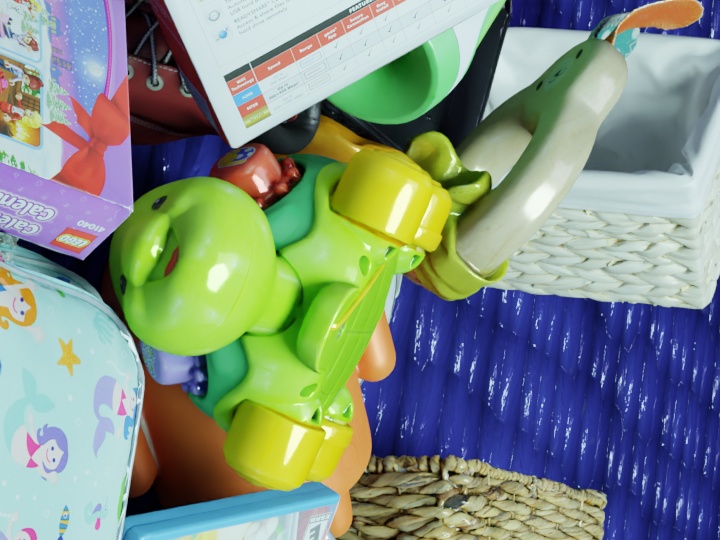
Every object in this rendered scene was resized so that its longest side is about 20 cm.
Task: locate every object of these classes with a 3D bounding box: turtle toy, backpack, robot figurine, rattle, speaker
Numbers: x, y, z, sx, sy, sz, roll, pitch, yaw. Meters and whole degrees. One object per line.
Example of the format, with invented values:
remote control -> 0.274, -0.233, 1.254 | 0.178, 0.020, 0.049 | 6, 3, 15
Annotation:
turtle toy -> -0.039, 0.007, 0.809 | 0.147, 0.100, 0.200 | -65, 170, 1
backpack -> -0.168, 0.067, 0.737 | 0.200, 0.149, 0.180 | 27, 70, -66
robot figurine -> -0.059, 0.045, 0.964 | 0.117, 0.142, 0.202 | -82, 161, -63
rattle -> 0.060, -0.097, 0.981 | 0.201, 0.142, 0.130 | -52, 180, -3
speaker -> 0.041, -0.159, 0.944 | 0.201, 0.088, 0.089 | -59, 140, -40

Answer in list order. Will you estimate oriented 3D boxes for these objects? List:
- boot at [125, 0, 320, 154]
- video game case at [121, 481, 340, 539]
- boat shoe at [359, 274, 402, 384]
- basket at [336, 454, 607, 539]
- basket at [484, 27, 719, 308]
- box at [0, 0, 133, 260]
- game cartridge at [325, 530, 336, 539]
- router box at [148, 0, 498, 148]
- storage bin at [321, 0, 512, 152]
boot -> -0.101, -0.106, 0.844 | 0.200, 0.143, 0.073 | 34, 69, -56
video game case -> -0.085, 0.191, 0.853 | 0.143, 0.018, 0.202 | -3, 117, -57
boat shoe -> 0.000, 0.000, 1.119 | 0.062, 0.071, 0.202 | 51, 45, -47
basket -> 0.042, 0.191, 1.128 | 0.199, 0.141, 0.151 | 20, 69, -56
basket -> 0.142, -0.063, 1.254 | 0.124, 0.198, 0.136 | 70, 35, -43
box -> -0.153, -0.113, 0.730 | 0.136, 0.039, 0.202 | 20, 48, -34
game cartridge -> -0.051, 0.209, 0.947 | 0.132, 0.041, 0.202 | -21, 119, -20
router box -> -0.001, -0.170, 0.760 | 0.199, 0.049, 0.180 | -29, 132, -7
storage bin -> -0.015, -0.139, 1.031 | 0.200, 0.093, 0.137 | 36, 66, -51
